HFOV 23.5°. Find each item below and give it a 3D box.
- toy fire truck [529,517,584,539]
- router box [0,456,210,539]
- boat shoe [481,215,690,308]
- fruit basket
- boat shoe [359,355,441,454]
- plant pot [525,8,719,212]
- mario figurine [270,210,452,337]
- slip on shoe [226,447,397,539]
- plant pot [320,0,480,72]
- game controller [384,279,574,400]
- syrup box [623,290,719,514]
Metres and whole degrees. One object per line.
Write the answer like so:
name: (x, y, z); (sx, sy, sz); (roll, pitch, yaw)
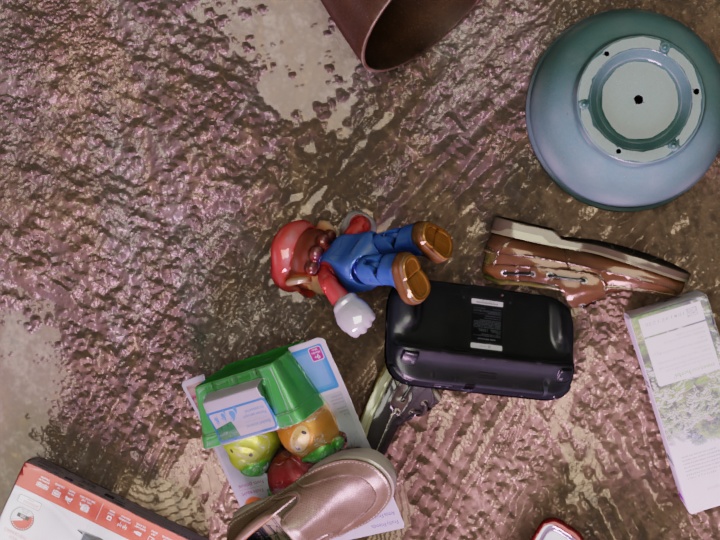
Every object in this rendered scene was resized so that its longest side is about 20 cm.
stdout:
toy fire truck: (0.194, 0.361, 1.675); (0.168, 0.112, 0.200); (34, 92, 8)
router box: (-0.276, 0.309, 1.724); (0.200, 0.049, 0.180); (25, 92, 2)
boat shoe: (0.218, 0.003, 1.692); (0.199, 0.072, 0.068); (15, 95, 12)
fruit basket: (-0.071, 0.177, 1.668); (0.185, 0.094, 0.201); (-18, 94, 36)
boat shoe: (0.049, 0.112, 1.695); (0.066, 0.072, 0.201); (21, 87, 7)
plant pot: (0.259, -0.157, 1.650); (0.200, 0.134, 0.201); (0, 91, 3)
mario figurine: (0.000, 0.000, 1.664); (0.200, 0.123, 0.106); (1, 103, 43)
slip on shoe: (-0.050, 0.229, 1.616); (0.200, 0.061, 0.076); (-25, 111, 31)
plant pot: (0.009, -0.325, 1.653); (0.187, 0.187, 0.200); (-43, 75, 3)
game controller: (0.117, 0.066, 1.674); (0.199, 0.042, 0.105); (8, 67, -21)
syrup box: (0.323, 0.127, 1.677); (0.079, 0.081, 0.201); (-17, 90, 5)
